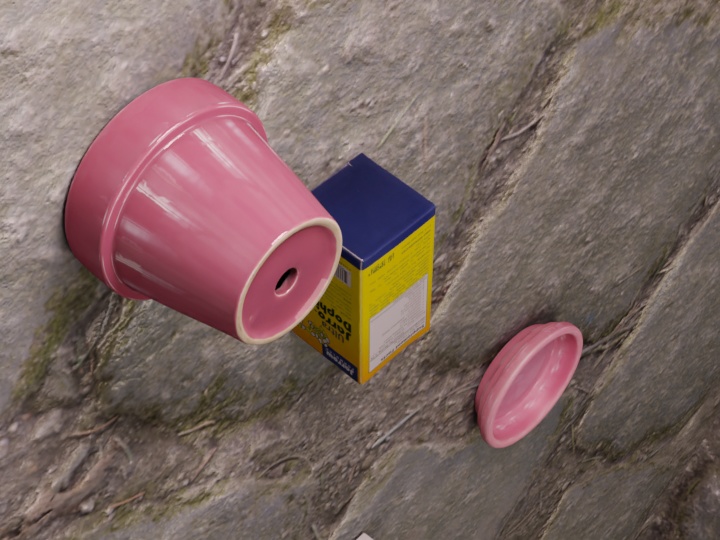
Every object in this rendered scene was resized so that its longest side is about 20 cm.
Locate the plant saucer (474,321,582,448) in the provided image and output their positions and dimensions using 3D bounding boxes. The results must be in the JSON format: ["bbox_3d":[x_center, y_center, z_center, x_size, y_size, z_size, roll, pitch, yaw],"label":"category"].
[{"bbox_3d":[0.224,0.149,2.424,0.200,0.051,0.201,-38,150,-27],"label":"plant saucer"}]

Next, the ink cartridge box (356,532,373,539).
[{"bbox_3d":[0.051,0.467,2.357,0.087,0.200,0.145,-40,150,-25],"label":"ink cartridge box"}]

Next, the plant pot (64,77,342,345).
[{"bbox_3d":[-0.121,-0.037,1.510,0.200,0.179,0.200,-38,149,-28],"label":"plant pot"}]

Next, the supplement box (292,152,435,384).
[{"bbox_3d":[0.000,0.000,1.824,0.109,0.109,0.200,-37,148,-28],"label":"supplement box"}]
